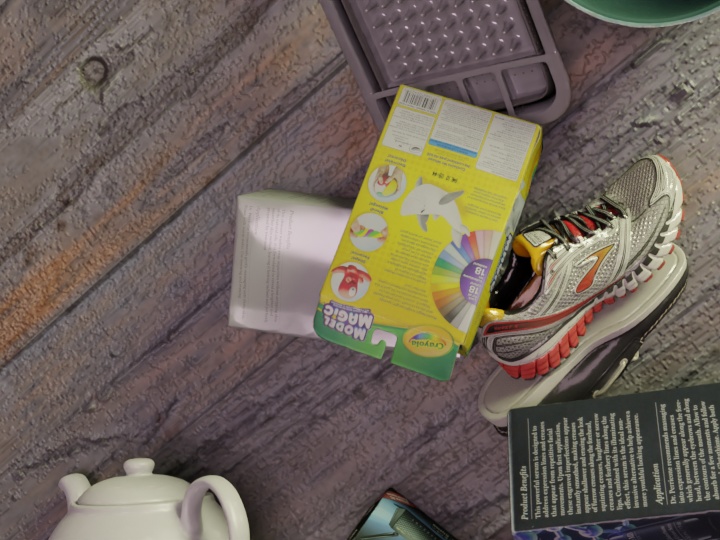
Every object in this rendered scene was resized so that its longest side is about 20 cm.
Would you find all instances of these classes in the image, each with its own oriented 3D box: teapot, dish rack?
[{"bbox_3d":[-0.178,0.231,1.019,0.198,0.197,0.147,-2,86,3],"label":"teapot"},{"bbox_3d":[0.060,-0.195,0.917,0.171,0.044,0.201,-7,124,34],"label":"dish rack"}]

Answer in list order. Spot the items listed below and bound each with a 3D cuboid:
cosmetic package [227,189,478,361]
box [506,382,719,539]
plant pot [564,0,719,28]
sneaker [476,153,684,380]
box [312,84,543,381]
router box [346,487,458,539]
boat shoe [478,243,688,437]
[{"bbox_3d":[0.000,0.000,0.989,0.198,0.081,0.114,9,100,12],"label":"cosmetic package"},{"bbox_3d":[0.221,0.173,0.909,0.198,0.108,0.149,-9,138,16],"label":"box"},{"bbox_3d":[0.209,-0.271,0.867,0.199,0.134,0.202,2,99,13],"label":"plant pot"},{"bbox_3d":[0.163,-0.011,0.921,0.200,0.078,0.082,-48,120,0],"label":"sneaker"},{"bbox_3d":[0.050,-0.025,0.904,0.117,0.048,0.201,19,78,15],"label":"box"},{"bbox_3d":[0.068,0.273,0.974,0.200,0.150,0.062,37,103,6],"label":"router box"},{"bbox_3d":[0.183,0.061,0.959,0.200,0.074,0.060,-45,122,3],"label":"boat shoe"}]
